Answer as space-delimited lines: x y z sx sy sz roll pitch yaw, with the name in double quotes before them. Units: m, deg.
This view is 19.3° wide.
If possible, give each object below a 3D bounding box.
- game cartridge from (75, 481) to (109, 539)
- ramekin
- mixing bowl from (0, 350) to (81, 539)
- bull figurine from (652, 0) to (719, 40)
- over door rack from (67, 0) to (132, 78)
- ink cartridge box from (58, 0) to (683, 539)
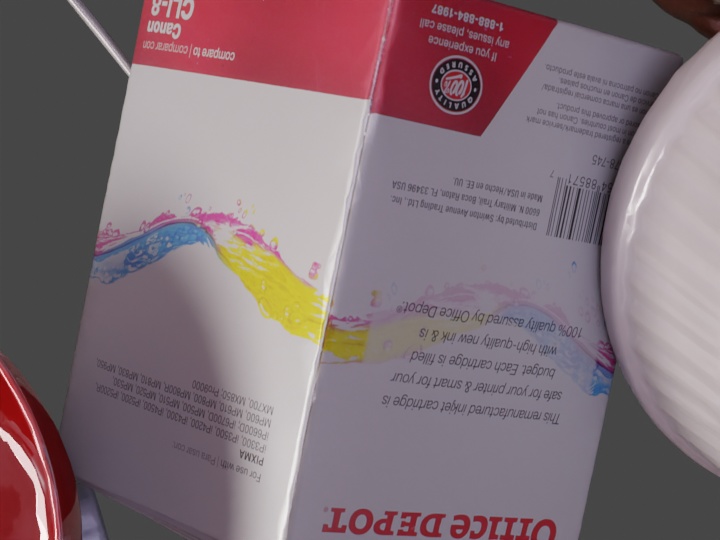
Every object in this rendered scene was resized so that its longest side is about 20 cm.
"game cartridge" -0.141 0.196 0.831 0.133 0.041 0.200 -17 99 -6
"ramekin" 0.190 0.005 0.718 0.202 0.094 0.203 -6 114 -13
"mixing bowl" -0.174 0.094 0.735 0.200 0.108 0.201 -1 86 16
"bull figurine" 0.151 -0.114 0.800 0.200 0.121 0.065 -11 143 -43
"over door rack" -0.161 -0.068 0.784 0.148 0.067 0.200 -38 102 -5
"ink cartridge box" 0.000 0.000 0.763 0.145 0.145 0.200 10 93 -42
